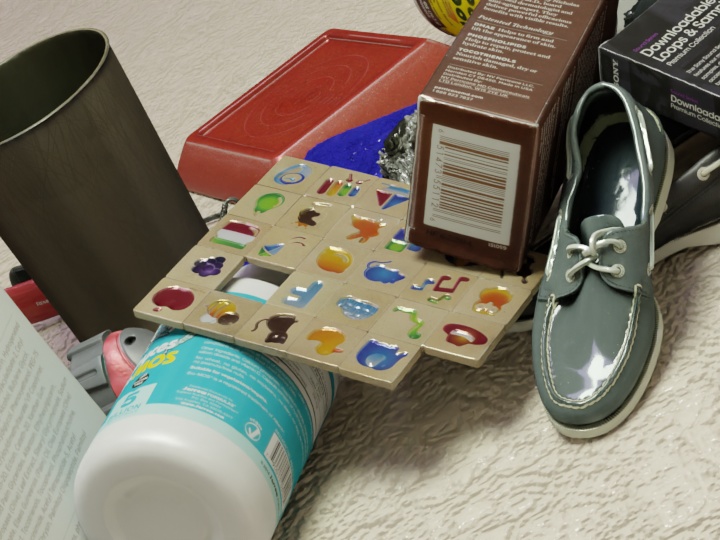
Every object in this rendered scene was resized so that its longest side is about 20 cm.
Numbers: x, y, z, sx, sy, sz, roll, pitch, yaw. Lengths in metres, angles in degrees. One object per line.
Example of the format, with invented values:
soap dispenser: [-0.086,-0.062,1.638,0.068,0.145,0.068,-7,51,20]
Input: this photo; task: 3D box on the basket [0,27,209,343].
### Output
basket: [-0.176,-0.038,1.439,0.136,0.201,0.180,-31,23,-1]

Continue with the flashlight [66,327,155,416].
flashlight: [-0.086,0.041,1.342,0.199,0.068,0.068,-25,34,17]

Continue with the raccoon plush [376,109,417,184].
raccoon plush: [0.087,-0.045,1.295,0.199,0.097,0.134,-25,32,12]

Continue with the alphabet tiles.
alphabet tiles: [0.000,0.000,1.202,0.199,0.008,0.167,15,41,26]

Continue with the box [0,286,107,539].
box: [-0.255,0.145,1.183,0.198,0.172,0.200,-28,22,21]

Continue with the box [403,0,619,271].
box: [0.091,-0.100,1.231,0.074,0.101,0.200,15,37,14]

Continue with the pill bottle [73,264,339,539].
pill bottle: [-0.077,0.079,1.206,0.110,0.111,0.200,-17,26,27]

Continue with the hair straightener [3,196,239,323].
hair straightener: [-0.175,-0.018,1.596,0.199,0.041,0.077,-23,25,17]

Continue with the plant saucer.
plant saucer: [-0.036,-0.125,1.654,0.200,0.037,0.199,-38,25,-19]

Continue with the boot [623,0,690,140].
boot: [0.213,-0.142,1.332,0.197,0.074,0.162,-21,26,-12]

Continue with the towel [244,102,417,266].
towel: [-0.014,-0.041,1.444,0.147,0.050,0.200,-14,29,32]

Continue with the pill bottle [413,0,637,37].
pill bottle: [0.123,-0.215,1.554,0.109,0.110,0.200,-38,24,-17]

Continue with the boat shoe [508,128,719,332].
boat shoe: [0.150,-0.030,1.218,0.199,0.061,0.074,-25,25,13]

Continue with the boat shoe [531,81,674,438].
boat shoe: [0.123,-0.010,1.138,0.072,0.062,0.201,-2,57,26]

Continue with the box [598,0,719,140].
box: [0.251,-0.112,1.182,0.199,0.036,0.143,29,53,32]
